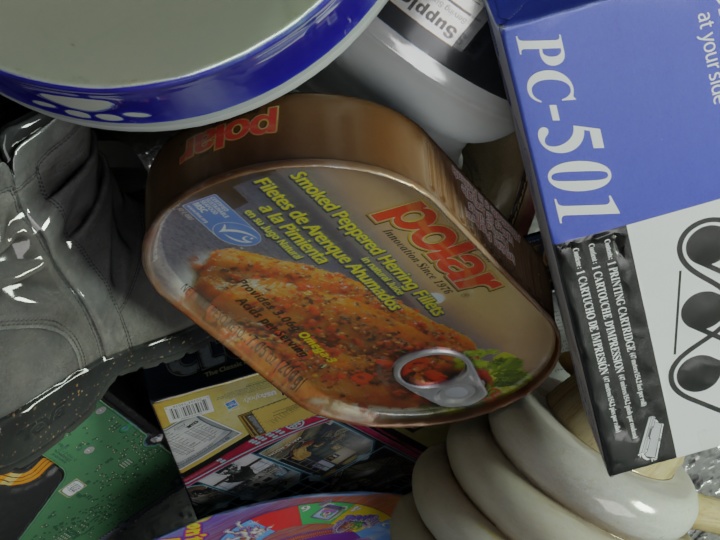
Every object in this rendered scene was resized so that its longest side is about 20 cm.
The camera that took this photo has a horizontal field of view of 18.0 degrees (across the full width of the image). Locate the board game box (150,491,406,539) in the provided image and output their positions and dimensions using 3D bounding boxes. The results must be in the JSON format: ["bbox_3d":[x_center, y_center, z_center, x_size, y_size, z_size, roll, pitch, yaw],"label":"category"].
[{"bbox_3d":[-0.033,0.167,1.033,0.158,0.039,0.200,-1,145,-18],"label":"board game box"}]

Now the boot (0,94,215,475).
[{"bbox_3d":[-0.096,-0.026,0.835,0.200,0.070,0.132,-44,140,-42],"label":"boot"}]

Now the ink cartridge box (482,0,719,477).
[{"bbox_3d":[0.110,-0.024,0.813,0.094,0.044,0.200,-16,124,1],"label":"ink cartridge box"}]

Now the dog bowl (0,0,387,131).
[{"bbox_3d":[-0.075,-0.149,0.735,0.200,0.200,0.079,-31,174,2],"label":"dog bowl"}]

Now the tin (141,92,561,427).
[{"bbox_3d":[0.000,0.000,0.838,0.112,0.042,0.200,-15,147,24],"label":"tin"}]

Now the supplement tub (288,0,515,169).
[{"bbox_3d":[0.041,-0.138,0.838,0.140,0.140,0.200,25,114,-38],"label":"supplement tub"}]

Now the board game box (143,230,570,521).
[{"bbox_3d":[0.018,0.058,0.981,0.199,0.035,0.136,-15,138,-1],"label":"board game box"}]

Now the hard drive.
[{"bbox_3d":[-0.163,0.080,0.961,0.140,0.038,0.200,-35,149,5],"label":"hard drive"}]

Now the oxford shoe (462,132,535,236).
[{"bbox_3d":[0.011,-0.008,0.982,0.075,0.071,0.200,17,118,-32],"label":"oxford shoe"}]

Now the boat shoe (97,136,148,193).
[{"bbox_3d":[-0.169,-0.037,0.872,0.200,0.065,0.074,-11,154,-48],"label":"boat shoe"}]

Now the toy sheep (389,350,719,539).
[{"bbox_3d":[0.075,0.118,0.941,0.138,0.138,0.200,21,105,-36],"label":"toy sheep"}]
